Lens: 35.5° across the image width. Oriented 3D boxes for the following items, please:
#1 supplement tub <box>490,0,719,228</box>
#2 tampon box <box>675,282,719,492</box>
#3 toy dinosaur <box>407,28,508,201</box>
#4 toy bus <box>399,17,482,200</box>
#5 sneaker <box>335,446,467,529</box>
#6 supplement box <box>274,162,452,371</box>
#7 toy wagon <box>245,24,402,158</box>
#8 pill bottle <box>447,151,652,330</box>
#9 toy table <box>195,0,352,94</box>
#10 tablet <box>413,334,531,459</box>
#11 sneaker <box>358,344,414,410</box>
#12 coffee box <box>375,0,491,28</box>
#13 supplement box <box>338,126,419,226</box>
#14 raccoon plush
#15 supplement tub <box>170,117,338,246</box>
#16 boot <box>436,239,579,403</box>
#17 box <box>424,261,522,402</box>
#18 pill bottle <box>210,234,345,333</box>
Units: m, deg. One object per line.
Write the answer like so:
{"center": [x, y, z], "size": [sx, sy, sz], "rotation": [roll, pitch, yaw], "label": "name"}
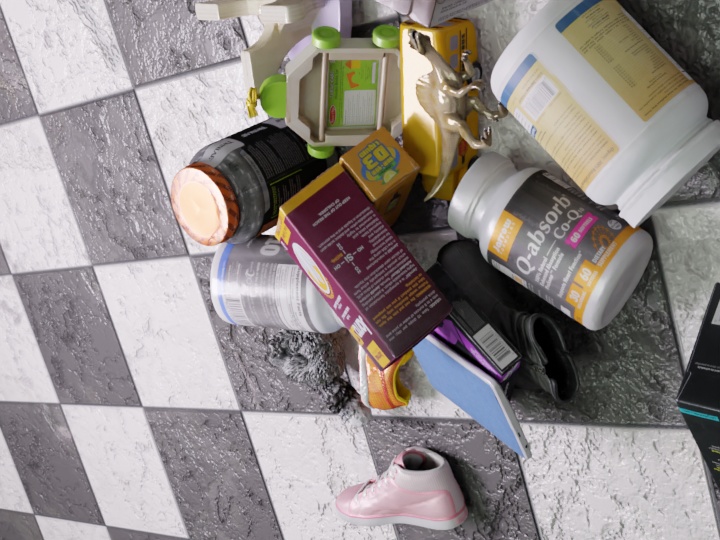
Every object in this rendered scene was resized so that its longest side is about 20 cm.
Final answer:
{"center": [0.235, -0.156, 1.065], "size": [0.201, 0.144, 0.145], "rotation": [49, 134, 10], "label": "supplement tub"}
{"center": [0.396, 0.127, 1.026], "size": [0.148, 0.128, 0.200], "rotation": [10, 152, 37], "label": "tampon box"}
{"center": [0.099, -0.162, 1.158], "size": [0.100, 0.058, 0.203], "rotation": [17, 134, 35], "label": "toy dinosaur"}
{"center": [0.087, -0.174, 1.230], "size": [0.064, 0.078, 0.203], "rotation": [16, 121, 34], "label": "toy bus"}
{"center": [0.044, 0.283, 1.503], "size": [0.197, 0.075, 0.106], "rotation": [-4, 114, 34], "label": "sneaker"}
{"center": [0.000, 0.000, 1.218], "size": [0.201, 0.085, 0.110], "rotation": [52, 166, 6], "label": "supplement box"}
{"center": [-0.031, -0.199, 1.256], "size": [0.040, 0.196, 0.157], "rotation": [-101, 12, -48], "label": "toy wagon"}
{"center": [0.196, -0.036, 1.181], "size": [0.199, 0.116, 0.118], "rotation": [34, 130, 23], "label": "pill bottle"}
{"center": [-0.094, -0.306, 1.278], "size": [0.182, 0.116, 0.204], "rotation": [0, 107, 52], "label": "toy table"}
{"center": [0.118, 0.130, 1.295], "size": [0.199, 0.014, 0.131], "rotation": [36, 158, 53], "label": "tablet"}
{"center": [0.030, 0.079, 1.431], "size": [0.076, 0.073, 0.204], "rotation": [-5, 110, 13], "label": "sneaker"}
{"center": [0.100, -0.317, 1.061], "size": [0.079, 0.199, 0.114], "rotation": [32, 129, 23], "label": "coffee box"}
{"center": [0.011, -0.090, 1.283], "size": [0.069, 0.066, 0.200], "rotation": [52, 166, 6], "label": "supplement box"}
{"center": [-0.030, 0.091, 1.478], "size": [0.199, 0.097, 0.135], "rotation": [37, 123, 0], "label": "raccoon plush"}
{"center": [-0.128, -0.110, 1.364], "size": [0.121, 0.199, 0.125], "rotation": [18, 122, 32], "label": "supplement tub"}
{"center": [0.170, 0.050, 1.249], "size": [0.201, 0.069, 0.131], "rotation": [55, 165, -10], "label": "boot"}
{"center": [0.120, 0.091, 1.293], "size": [0.143, 0.036, 0.201], "rotation": [49, 167, 21], "label": "box"}
{"center": [-0.072, 0.015, 1.356], "size": [0.197, 0.114, 0.116], "rotation": [4, 115, 26], "label": "pill bottle"}
